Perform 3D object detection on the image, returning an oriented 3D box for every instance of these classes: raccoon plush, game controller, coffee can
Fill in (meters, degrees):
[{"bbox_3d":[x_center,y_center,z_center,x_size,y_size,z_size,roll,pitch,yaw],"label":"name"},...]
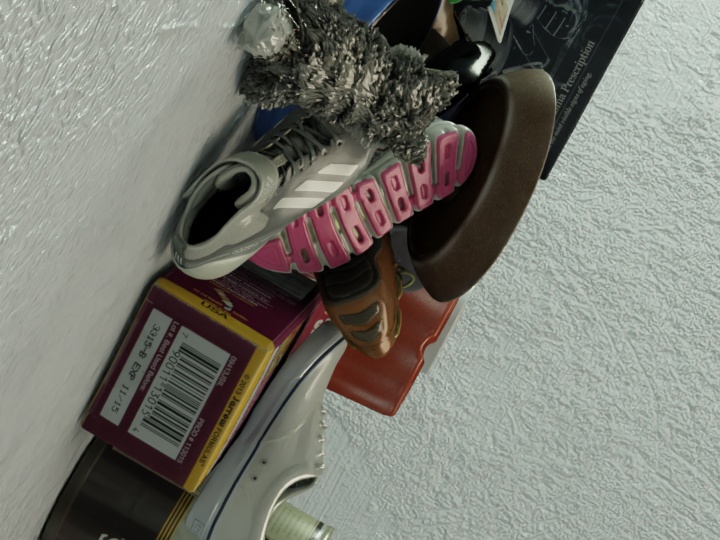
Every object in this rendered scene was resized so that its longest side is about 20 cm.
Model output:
[{"bbox_3d":[-0.011,-0.120,1.341,0.097,0.133,0.200,-61,176,19],"label":"raccoon plush"},{"bbox_3d":[0.027,-0.118,1.647,0.199,0.042,0.105,-35,-160,31],"label":"game controller"},{"bbox_3d":[-0.141,0.222,1.615,0.147,0.199,0.146,-61,176,-7],"label":"coffee can"}]

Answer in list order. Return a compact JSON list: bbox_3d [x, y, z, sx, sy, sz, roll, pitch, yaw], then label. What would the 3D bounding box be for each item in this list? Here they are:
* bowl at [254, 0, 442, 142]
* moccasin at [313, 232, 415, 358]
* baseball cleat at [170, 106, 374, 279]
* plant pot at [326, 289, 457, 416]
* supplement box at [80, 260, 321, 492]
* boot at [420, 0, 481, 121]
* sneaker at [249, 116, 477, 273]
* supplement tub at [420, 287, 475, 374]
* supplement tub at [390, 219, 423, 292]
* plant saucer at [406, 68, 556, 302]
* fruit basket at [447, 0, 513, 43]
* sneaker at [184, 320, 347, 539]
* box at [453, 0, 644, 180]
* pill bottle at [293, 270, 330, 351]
[{"bbox_3d":[-0.004,-0.165,1.552,0.201,0.039,0.201,-50,169,-14],"label":"bowl"},{"bbox_3d":[0.002,-0.001,1.580,0.073,0.078,0.202,-23,-151,1],"label":"moccasin"},{"bbox_3d":[-0.052,-0.071,1.413,0.200,0.070,0.107,-47,172,-15],"label":"baseball cleat"},{"bbox_3d":[-0.018,0.029,1.891,0.202,0.194,0.201,-61,176,-8],"label":"plant pot"},{"bbox_3d":[-0.116,0.064,1.529,0.132,0.103,0.200,-62,176,15],"label":"supplement box"},{"bbox_3d":[0.076,-0.202,1.698,0.075,0.096,0.201,-56,174,-50],"label":"boot"},{"bbox_3d":[-0.011,-0.067,1.531,0.199,0.087,0.074,-29,128,-13],"label":"sneaker"},{"bbox_3d":[0.014,0.009,2.132,0.146,0.199,0.145,-60,176,-7],"label":"supplement tub"},{"bbox_3d":[0.057,-0.066,1.803,0.201,0.106,0.107,-67,-178,-51],"label":"supplement tub"},{"bbox_3d":[0.088,-0.073,1.582,0.201,0.034,0.201,-55,-159,34],"label":"plant saucer"},{"bbox_3d":[0.108,-0.302,1.545,0.200,0.093,0.186,-58,137,-48],"label":"fruit basket"},{"bbox_3d":[-0.055,0.132,1.528,0.201,0.070,0.073,-58,177,-20],"label":"sneaker"},{"bbox_3d":[0.138,-0.218,1.771,0.201,0.181,0.104,-64,175,31],"label":"box"},{"bbox_3d":[-0.080,0.032,1.725,0.201,0.109,0.110,-63,176,18],"label":"pill bottle"}]
